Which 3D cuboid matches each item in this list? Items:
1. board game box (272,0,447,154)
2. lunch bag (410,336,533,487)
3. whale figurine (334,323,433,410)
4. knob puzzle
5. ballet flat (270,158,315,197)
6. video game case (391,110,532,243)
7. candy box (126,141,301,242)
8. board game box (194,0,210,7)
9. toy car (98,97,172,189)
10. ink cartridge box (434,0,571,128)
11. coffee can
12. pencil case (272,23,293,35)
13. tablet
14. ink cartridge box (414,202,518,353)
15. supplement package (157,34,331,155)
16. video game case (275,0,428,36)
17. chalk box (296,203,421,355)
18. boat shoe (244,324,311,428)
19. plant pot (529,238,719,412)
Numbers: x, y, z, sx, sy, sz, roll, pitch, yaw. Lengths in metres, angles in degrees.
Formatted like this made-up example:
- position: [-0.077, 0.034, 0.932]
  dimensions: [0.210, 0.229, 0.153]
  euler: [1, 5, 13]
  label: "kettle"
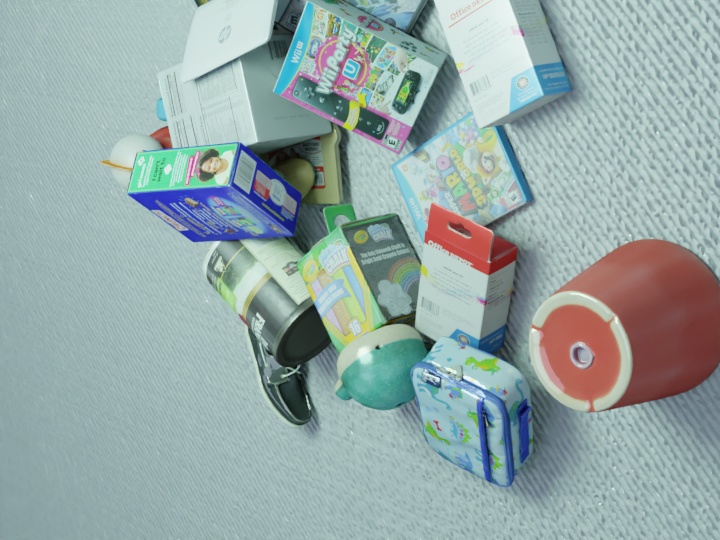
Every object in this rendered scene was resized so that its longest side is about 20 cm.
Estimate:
- position: [-0.002, -0.271, 1.614]
  dimensions: [0.199, 0.064, 0.148]
  euler: [27, 123, 2]
  label: "board game box"
- position: [0.156, 0.193, 1.588]
  dimensions: [0.160, 0.082, 0.201]
  euler: [24, 144, 30]
  label: "lunch bag"
- position: [0.042, 0.158, 1.668]
  dimensions: [0.200, 0.158, 0.104]
  euler: [75, 171, -63]
  label: "whale figurine"
- position: [-0.095, -0.205, 1.814]
  dimensions: [0.218, 0.030, 0.222]
  euler: [15, 112, 42]
  label: "knob puzzle"
- position: [-0.150, -0.121, 1.826]
  dimensions: [0.199, 0.063, 0.069]
  euler: [-20, 90, 46]
  label: "ballet flat"
- position: [0.135, -0.122, 1.616]
  dimensions: [0.199, 0.018, 0.144]
  euler: [-30, 80, 45]
  label: "video game case"
- position: [-0.214, -0.112, 1.731]
  dimensions: [0.198, 0.169, 0.078]
  euler: [-3, 65, 31]
  label: "candy box"
- position: [-0.198, -0.470, 1.844]
  dimensions: [0.200, 0.028, 0.136]
  euler: [-40, 73, 43]
  label: "board game box"
- position: [-0.334, -0.177, 1.940]
  dimensions: [0.176, 0.199, 0.186]
  euler: [19, 115, 40]
  label: "toy car"
- position: [0.175, -0.297, 1.491]
  dimensions: [0.115, 0.067, 0.202]
  euler: [-23, 85, 46]
  label: "ink cartridge box"
- position: [-0.132, 0.030, 1.834]
  dimensions: [0.200, 0.146, 0.147]
  euler: [46, 129, 27]
  label: "coffee can"
- position: [-0.091, -0.392, 1.723]
  dimensions: [0.199, 0.078, 0.090]
  euler: [-8, 113, 46]
  label: "pencil case"
- position: [-0.181, -0.345, 1.639]
  dimensions: [0.199, 0.014, 0.131]
  euler: [-15, 58, 45]
  label: "tablet"
- position: [0.144, 0.007, 1.590]
  dimensions: [0.116, 0.067, 0.202]
  euler: [29, 127, 35]
  label: "ink cartridge box"
- position: [-0.174, -0.250, 1.750]
  dimensions: [0.199, 0.151, 0.152]
  euler: [-11, 92, 46]
  label: "supplement package"
- position: [-0.014, -0.379, 1.610]
  dimensions: [0.199, 0.026, 0.182]
  euler: [30, 121, -2]
  label: "video game case"
- position: [0.000, 0.000, 1.710]
  dimensions: [0.124, 0.124, 0.202]
  euler: [-38, 72, 44]
  label: "chalk box"
- position: [-0.129, 0.160, 1.920]
  dimensions: [0.067, 0.071, 0.202]
  euler: [-33, 76, 49]
  label: "boat shoe"
- position: [0.305, 0.076, 1.388]
  dimensions: [0.199, 0.176, 0.203]
  euler: [15, 112, 41]
  label: "plant pot"
